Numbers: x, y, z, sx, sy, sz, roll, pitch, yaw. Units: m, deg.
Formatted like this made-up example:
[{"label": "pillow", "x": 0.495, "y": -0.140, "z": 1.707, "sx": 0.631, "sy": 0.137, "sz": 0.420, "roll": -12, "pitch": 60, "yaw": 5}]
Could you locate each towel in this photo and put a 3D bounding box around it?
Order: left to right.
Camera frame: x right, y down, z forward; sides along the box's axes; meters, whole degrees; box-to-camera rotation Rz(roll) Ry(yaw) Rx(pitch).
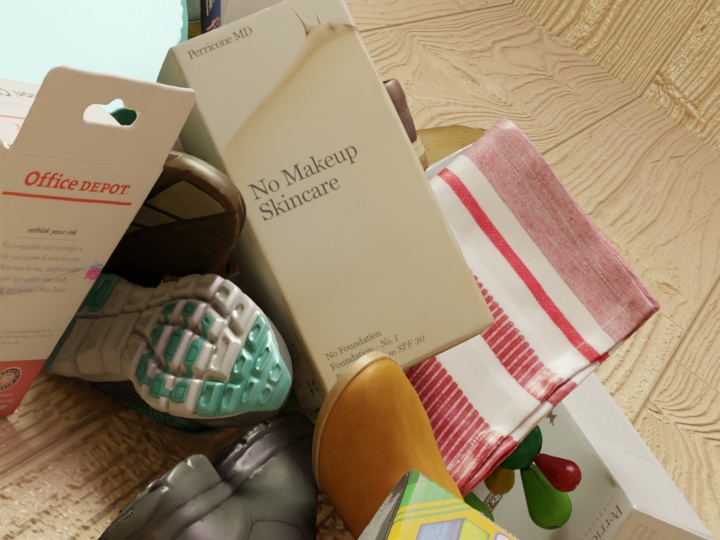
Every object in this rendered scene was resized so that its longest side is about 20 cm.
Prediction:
[{"label": "towel", "x": 0.059, "y": 0.027, "z": 1.088, "sx": 0.144, "sy": 0.200, "sz": 0.023, "roll": 50, "pitch": -21, "yaw": -2}]

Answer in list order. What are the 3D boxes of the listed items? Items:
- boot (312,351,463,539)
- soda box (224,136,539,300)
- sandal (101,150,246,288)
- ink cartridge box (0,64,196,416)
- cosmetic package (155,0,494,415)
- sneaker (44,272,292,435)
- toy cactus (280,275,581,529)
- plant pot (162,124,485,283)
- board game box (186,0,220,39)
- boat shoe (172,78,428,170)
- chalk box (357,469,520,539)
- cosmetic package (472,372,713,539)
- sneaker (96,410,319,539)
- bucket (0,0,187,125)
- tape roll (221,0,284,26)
[{"label": "boot", "x": 0.051, "y": 0.141, "z": 0.970, "sx": 0.144, "sy": 0.071, "sz": 0.202, "roll": 35, "pitch": -30, "yaw": 35}, {"label": "soda box", "x": 0.000, "y": 0.000, "z": 1.123, "sx": 0.069, "sy": 0.199, "sz": 0.063, "roll": 60, "pitch": -20, "yaw": -1}, {"label": "sandal", "x": -0.112, "y": -0.030, "z": 1.040, "sx": 0.081, "sy": 0.055, "sz": 0.200, "roll": 32, "pitch": -23, "yaw": -8}, {"label": "ink cartridge box", "x": -0.175, "y": -0.025, "z": 0.928, "sx": 0.067, "sy": 0.201, "sz": 0.116, "roll": 42, "pitch": 19, "yaw": 25}, {"label": "cosmetic package", "x": -0.021, "y": -0.037, "z": 1.031, "sx": 0.201, "sy": 0.103, "sz": 0.073, "roll": 64, "pitch": -15, "yaw": 3}, {"label": "sneaker", "x": -0.084, "y": 0.051, "z": 1.025, "sx": 0.091, "sy": 0.078, "sz": 0.199, "roll": 37, "pitch": -13, "yaw": -33}, {"label": "toy cactus", "x": 0.050, "y": 0.081, "z": 1.120, "sx": 0.199, "sy": 0.166, "sz": 0.102, "roll": 23, "pitch": 1, "yaw": -9}, {"label": "plant pot", "x": -0.017, "y": 0.002, "z": 1.230, "sx": 0.199, "sy": 0.188, "sz": 0.187, "roll": -3, "pitch": 37, "yaw": -36}, {"label": "board game box", "x": -0.185, "y": -0.195, "z": 1.230, "sx": 0.198, "sy": 0.035, "sz": 0.136, "roll": 20, "pitch": -28, "yaw": 6}, {"label": "boat shoe", "x": -0.054, "y": -0.082, "z": 1.138, "sx": 0.199, "sy": 0.073, "sz": 0.072, "roll": 0, "pitch": 24, "yaw": 36}, {"label": "chalk box", "x": 0.027, "y": 0.198, "z": 0.841, "sx": 0.123, "sy": 0.125, "sz": 0.200, "roll": 34, "pitch": 18, "yaw": -1}, {"label": "cosmetic package", "x": 0.129, "y": 0.136, "z": 1.230, "sx": 0.074, "sy": 0.102, "sz": 0.200, "roll": 23, "pitch": 19, "yaw": -30}, {"label": "sneaker", "x": -0.056, "y": 0.133, "z": 0.974, "sx": 0.091, "sy": 0.076, "sz": 0.200, "roll": 49, "pitch": 23, "yaw": 7}, {"label": "bucket", "x": -0.202, "y": -0.128, "z": 1.110, "sx": 0.205, "sy": 0.135, "sz": 0.209, "roll": 13, "pitch": 59, "yaw": -22}, {"label": "tape roll", "x": -0.163, "y": -0.199, "z": 1.407, "sx": 0.202, "sy": 0.203, "sz": 0.139, "roll": 37, "pitch": 17, "yaw": 10}]
